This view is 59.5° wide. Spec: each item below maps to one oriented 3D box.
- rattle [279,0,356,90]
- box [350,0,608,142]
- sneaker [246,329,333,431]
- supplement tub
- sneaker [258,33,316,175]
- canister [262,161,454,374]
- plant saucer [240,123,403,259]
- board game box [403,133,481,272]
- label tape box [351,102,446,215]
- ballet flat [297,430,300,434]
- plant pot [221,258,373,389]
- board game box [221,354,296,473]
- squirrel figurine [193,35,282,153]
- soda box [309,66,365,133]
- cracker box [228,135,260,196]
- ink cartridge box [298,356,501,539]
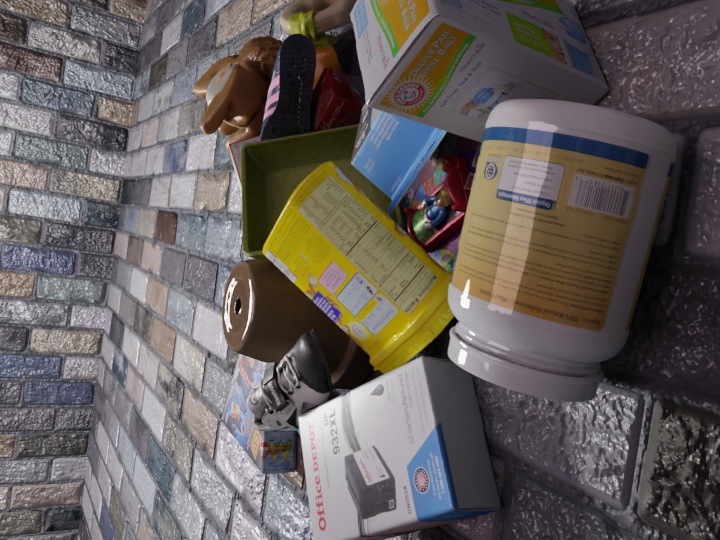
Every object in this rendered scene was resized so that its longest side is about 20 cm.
[{"bbox_3d":[-0.050,-0.386,1.005,0.129,0.143,0.202,-31,35,14],"label":"rattle"},{"bbox_3d":[0.102,-0.192,0.551,0.101,0.196,0.115,-42,50,46],"label":"box"},{"bbox_3d":[-0.088,0.145,0.744,0.202,0.087,0.075,110,143,-49],"label":"sneaker"},{"bbox_3d":[0.148,-0.017,0.493,0.144,0.142,0.205,25,104,57],"label":"supplement tub"},{"bbox_3d":[-0.105,-0.229,0.910,0.082,0.069,0.205,-146,70,-75],"label":"sneaker"},{"bbox_3d":[0.000,0.000,0.677,0.200,0.087,0.149,43,140,1],"label":"canister"},{"bbox_3d":[-0.055,-0.097,0.824,0.048,0.195,0.203,81,179,-52],"label":"plant saucer"},{"bbox_3d":[0.088,-0.075,0.702,0.158,0.038,0.205,35,113,56],"label":"board game box"},{"bbox_3d":[0.048,-0.178,0.699,0.144,0.065,0.202,-55,15,38],"label":"label tape box"},{"bbox_3d":[-0.041,0.230,0.848,0.200,0.066,0.072,44,144,53],"label":"ballet flat"},{"bbox_3d":[-0.085,0.054,0.837,0.199,0.171,0.206,-17,70,55],"label":"plant pot"},{"bbox_3d":[-0.151,0.218,1.020,0.200,0.061,0.204,44,121,52],"label":"board game box"},{"bbox_3d":[-0.146,-0.268,1.026,0.200,0.186,0.142,-44,42,10],"label":"squirrel figurine"},{"bbox_3d":[-0.060,-0.198,0.945,0.201,0.069,0.064,-53,41,40],"label":"soda box"},{"bbox_3d":[-0.149,-0.088,0.995,0.134,0.056,0.204,101,152,-71],"label":"cracker box"},{"bbox_3d":[0.031,0.197,0.663,0.198,0.083,0.148,-32,57,37],"label":"ink cartridge box"}]
